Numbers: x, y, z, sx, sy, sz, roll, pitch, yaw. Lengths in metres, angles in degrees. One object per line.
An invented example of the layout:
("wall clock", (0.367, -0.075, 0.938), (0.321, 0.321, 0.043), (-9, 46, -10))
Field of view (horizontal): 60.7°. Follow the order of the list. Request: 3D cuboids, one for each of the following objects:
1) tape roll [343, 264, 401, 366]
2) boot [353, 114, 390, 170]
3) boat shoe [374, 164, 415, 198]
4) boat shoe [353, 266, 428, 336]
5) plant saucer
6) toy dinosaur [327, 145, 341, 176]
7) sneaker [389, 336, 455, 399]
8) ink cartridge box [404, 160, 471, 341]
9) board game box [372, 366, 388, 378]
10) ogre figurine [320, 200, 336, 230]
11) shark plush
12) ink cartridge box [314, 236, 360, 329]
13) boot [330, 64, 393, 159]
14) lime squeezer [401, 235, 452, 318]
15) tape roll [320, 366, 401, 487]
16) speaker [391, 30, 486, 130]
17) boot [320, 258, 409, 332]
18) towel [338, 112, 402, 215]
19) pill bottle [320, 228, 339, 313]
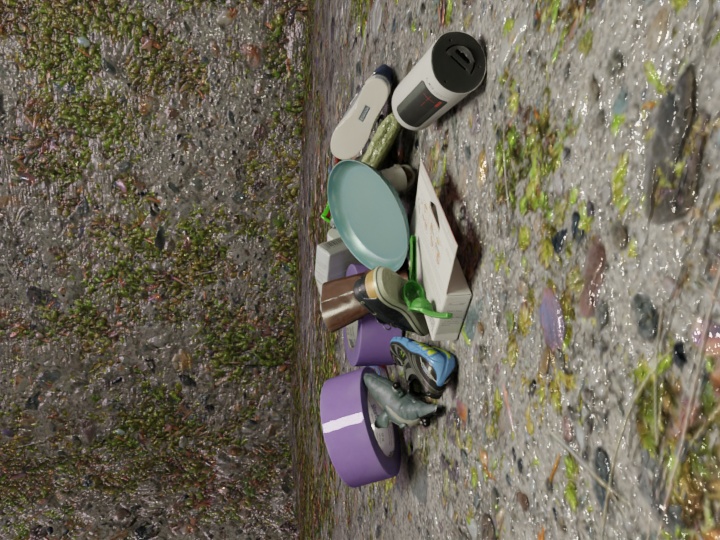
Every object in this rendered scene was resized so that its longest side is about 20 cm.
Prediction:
("tape roll", (0.020, 0.089, 1.248), (0.200, 0.082, 0.207), (180, 90, -77))
("boot", (0.037, -0.259, 1.299), (0.200, 0.066, 0.134), (-125, 48, -70))
("boat shoe", (0.066, -0.157, 1.102), (0.200, 0.068, 0.073), (-26, -80, -81))
("boat shoe", (0.054, 0.053, 0.960), (0.199, 0.061, 0.077), (36, -136, -52))
("plant saucer", (0.016, -0.092, 1.030), (0.199, 0.027, 0.204), (37, 142, 35))
("toy dinosaur", (-0.031, -0.202, 1.437), (0.183, 0.101, 0.206), (78, -168, -62))
("sneaker", (0.087, 0.154, 0.972), (0.199, 0.069, 0.085), (-172, 98, -76))
("ink cartridge box", (0.116, -0.032, 0.907), (0.203, 0.043, 0.180), (-103, 16, -46))
("board game box", (0.036, 0.235, 1.364), (0.202, 0.019, 0.105), (-107, 19, -55))
("ogre figurine", (-0.021, -0.141, 1.361), (0.121, 0.097, 0.200), (-53, 20, 5))
("shark plush", (0.064, 0.223, 1.025), (0.085, 0.089, 0.199), (63, 167, -12))
("ink cartridge box", (-0.031, 0.015, 1.357), (0.047, 0.158, 0.204), (36, 133, 33))
("boot", (0.008, -0.325, 1.272), (0.201, 0.072, 0.091), (-50, 12, 37))
("lime squeezer", (0.091, 0.033, 0.881), (0.071, 0.037, 0.202), (-53, 26, 22))
("tape roll", (0.003, 0.289, 1.145), (0.200, 0.083, 0.206), (-20, -89, -76))
("speaker", (0.106, -0.264, 0.877), (0.200, 0.079, 0.084), (177, 93, -78))
("boot", (0.000, 0.000, 1.134), (0.064, 0.196, 0.191), (32, -138, -51))
("towel", (0.020, -0.201, 1.140), (0.203, 0.036, 0.149), (-60, 1, 18))
("pill bottle", (-0.037, 0.006, 1.456), (0.120, 0.116, 0.206), (-112, 22, -61))
